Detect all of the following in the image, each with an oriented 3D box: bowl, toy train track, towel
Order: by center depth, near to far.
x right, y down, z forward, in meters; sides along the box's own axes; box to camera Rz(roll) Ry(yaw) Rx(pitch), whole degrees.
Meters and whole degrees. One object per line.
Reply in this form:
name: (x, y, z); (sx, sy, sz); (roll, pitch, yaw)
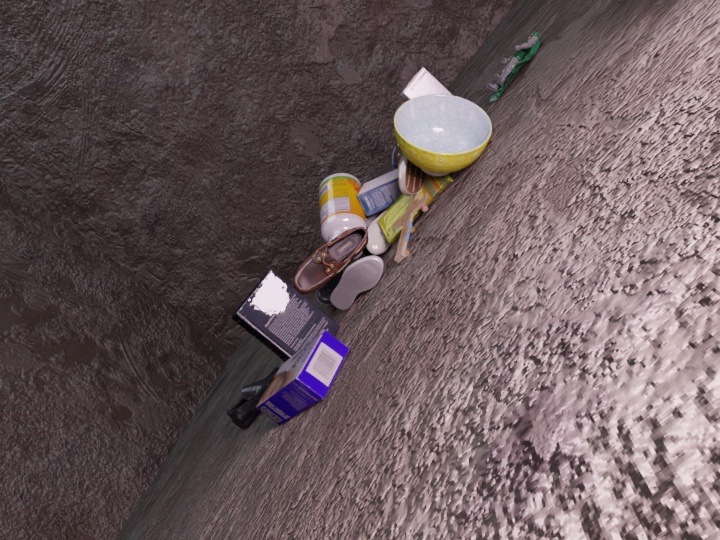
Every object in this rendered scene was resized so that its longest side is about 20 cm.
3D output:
toy train track: (0.105, -0.086, 1.100); (0.115, 0.032, 0.201); (-41, 22, 41)
bowl: (0.164, -0.264, 1.107); (0.201, 0.198, 0.108); (-58, -19, -34)
towel: (0.119, -0.154, 1.191); (0.200, 0.018, 0.087); (-46, 42, 22)

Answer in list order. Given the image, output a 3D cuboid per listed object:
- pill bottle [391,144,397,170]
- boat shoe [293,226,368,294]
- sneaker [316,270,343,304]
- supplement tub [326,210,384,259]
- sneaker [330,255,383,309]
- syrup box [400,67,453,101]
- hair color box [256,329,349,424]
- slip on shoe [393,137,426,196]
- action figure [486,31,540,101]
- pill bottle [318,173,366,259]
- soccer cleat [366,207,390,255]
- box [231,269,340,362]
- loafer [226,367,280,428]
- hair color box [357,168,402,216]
pill bottle: (0.152, -0.303, 1.432); (0.120, 0.119, 0.200); (-50, 8, 7)
boat shoe: (-0.065, -0.026, 1.146); (0.200, 0.071, 0.070); (-42, -1, -12)
sneaker: (-0.079, 0.061, 1.430); (0.200, 0.071, 0.084); (-71, -3, -68)
supplement tub: (0.010, -0.114, 1.403); (0.201, 0.122, 0.122); (-54, 9, -16)
sneaker: (0.000, 0.000, 1.165); (0.200, 0.070, 0.100); (-48, 13, 50)
syrup box: (0.199, -0.407, 1.335); (0.082, 0.199, 0.079); (-49, 10, 9)
hair color box: (-0.109, 0.198, 0.970); (0.200, 0.065, 0.110); (-45, 12, 49)
slip on shoe: (0.104, -0.249, 1.182); (0.060, 0.076, 0.203); (-14, 60, 40)
action figure: (0.387, -0.520, 1.312); (0.201, 0.055, 0.118); (-51, 5, -18)
pill bottle: (-0.043, -0.126, 1.286); (0.111, 0.110, 0.202); (-44, 41, 42)
soccer cleat: (0.075, -0.119, 1.281); (0.077, 0.069, 0.201); (-33, 18, 53)
box: (-0.172, 0.116, 1.189); (0.125, 0.196, 0.200); (-54, 9, -16)
loafer: (-0.255, 0.303, 1.288); (0.201, 0.070, 0.068); (-49, 9, 22)
hair color box: (0.098, -0.207, 1.274); (0.198, 0.061, 0.100); (-22, 20, 20)
